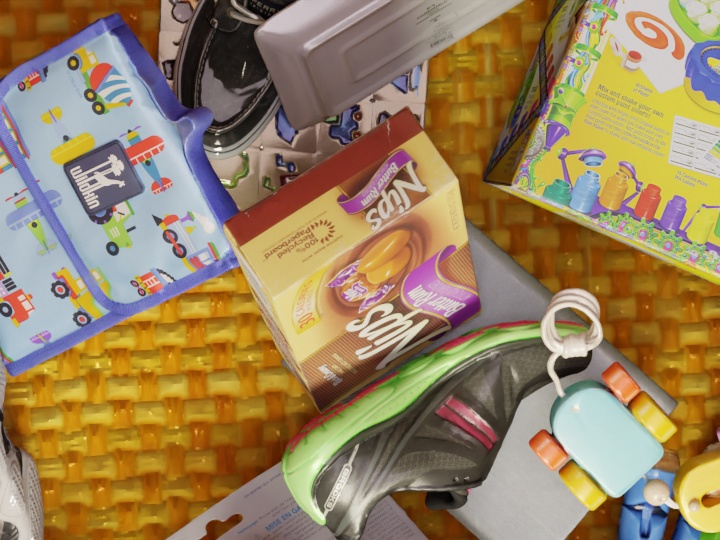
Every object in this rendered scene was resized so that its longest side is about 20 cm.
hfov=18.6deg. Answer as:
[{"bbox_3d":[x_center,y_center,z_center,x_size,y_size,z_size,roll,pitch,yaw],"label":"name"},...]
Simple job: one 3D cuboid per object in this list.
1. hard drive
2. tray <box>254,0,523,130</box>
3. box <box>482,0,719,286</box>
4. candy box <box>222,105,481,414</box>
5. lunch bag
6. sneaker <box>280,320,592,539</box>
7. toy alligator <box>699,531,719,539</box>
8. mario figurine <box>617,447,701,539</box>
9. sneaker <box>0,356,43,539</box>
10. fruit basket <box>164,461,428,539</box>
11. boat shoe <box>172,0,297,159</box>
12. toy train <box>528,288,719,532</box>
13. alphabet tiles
[{"bbox_3d":[0.070,0.067,1.319,0.200,0.033,0.140,41,90,5],"label":"hard drive"},{"bbox_3d":[0.037,-0.155,1.279,0.199,0.108,0.022,-32,60,-5],"label":"tray"},{"bbox_3d":[0.205,-0.100,1.292,0.198,0.122,0.194,24,92,-6],"label":"box"},{"bbox_3d":[0.000,0.000,1.203,0.116,0.200,0.057,-32,68,-7],"label":"candy box"},{"bbox_3d":[-0.147,-0.050,1.226,0.199,0.094,0.151,-23,98,41],"label":"lunch bag"},{"bbox_3d":[0.050,0.090,1.255,0.199,0.077,0.084,-28,93,-13],"label":"sneaker"},{"bbox_3d":[0.260,0.090,1.305,0.054,0.059,0.201,35,75,-32],"label":"toy alligator"},{"bbox_3d":[0.165,0.210,1.348,0.123,0.106,0.202,14,81,30],"label":"mario figurine"},{"bbox_3d":[-0.254,0.103,1.256,0.114,0.076,0.201,-8,134,2],"label":"sneaker"},{"bbox_3d":[-0.029,0.209,1.243,0.184,0.094,0.200,-32,55,-23],"label":"fruit basket"},{"bbox_3d":[-0.057,-0.161,1.282,0.071,0.071,0.202,21,92,-6],"label":"boat shoe"},{"bbox_3d":[0.192,0.071,1.241,0.198,0.056,0.152,7,99,-3],"label":"toy train"},{"bbox_3d":[-0.042,-0.106,1.327,0.165,0.008,0.202,3,94,-6],"label":"alphabet tiles"}]
